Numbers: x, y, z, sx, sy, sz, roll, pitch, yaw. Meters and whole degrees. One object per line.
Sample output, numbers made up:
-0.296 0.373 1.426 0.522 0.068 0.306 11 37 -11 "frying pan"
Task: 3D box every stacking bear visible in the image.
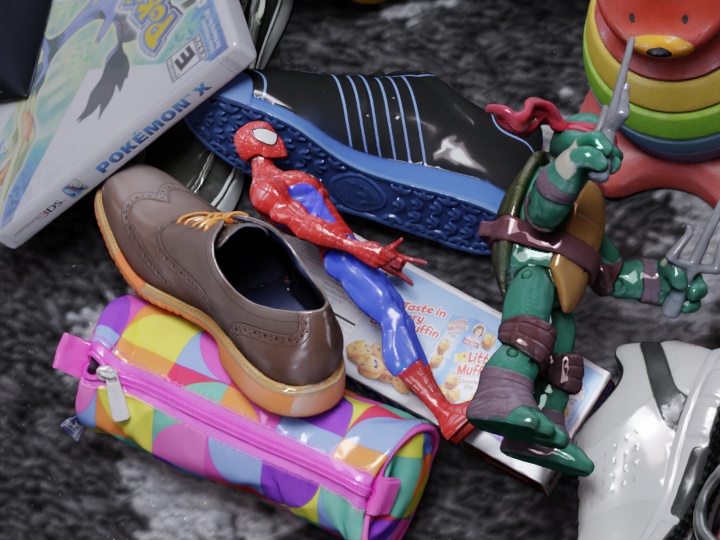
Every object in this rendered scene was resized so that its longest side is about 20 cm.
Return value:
0.164 -0.123 1.366 0.121 0.200 0.114 9 70 15 "stacking bear"

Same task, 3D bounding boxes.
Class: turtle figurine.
0.110 -0.007 1.307 0.101 0.150 0.200 7 75 40 "turtle figurine"

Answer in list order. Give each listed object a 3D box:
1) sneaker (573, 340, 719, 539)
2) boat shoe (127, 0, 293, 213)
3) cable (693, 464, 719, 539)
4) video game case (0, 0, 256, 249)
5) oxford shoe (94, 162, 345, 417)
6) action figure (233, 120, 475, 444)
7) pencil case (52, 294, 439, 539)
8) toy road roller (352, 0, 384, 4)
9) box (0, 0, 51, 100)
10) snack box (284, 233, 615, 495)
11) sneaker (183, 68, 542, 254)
0.139 0.125 1.351 0.080 0.074 0.200 13 66 31 "sneaker"
-0.094 -0.103 1.483 0.071 0.064 0.200 11 71 15 "boat shoe"
0.213 0.080 1.342 0.097 0.050 0.200 9 72 -14 "cable"
-0.151 -0.136 1.469 0.182 0.022 0.200 -37 48 20 "video game case"
-0.071 -0.010 1.377 0.071 0.073 0.200 -25 48 -31 "oxford shoe"
0.000 0.000 1.380 0.052 0.065 0.200 -43 79 7 "action figure"
-0.060 0.081 1.391 0.200 0.088 0.088 21 73 18 "pencil case"
-0.012 -0.245 1.439 0.146 0.200 0.123 -29 62 30 "toy road roller"
-0.303 -0.177 1.452 0.197 0.200 0.118 -4 65 33 "box"
0.034 0.042 1.421 0.200 0.024 0.072 29 77 20 "snack box"
0.004 -0.077 1.441 0.200 0.070 0.078 22 58 -2 "sneaker"
